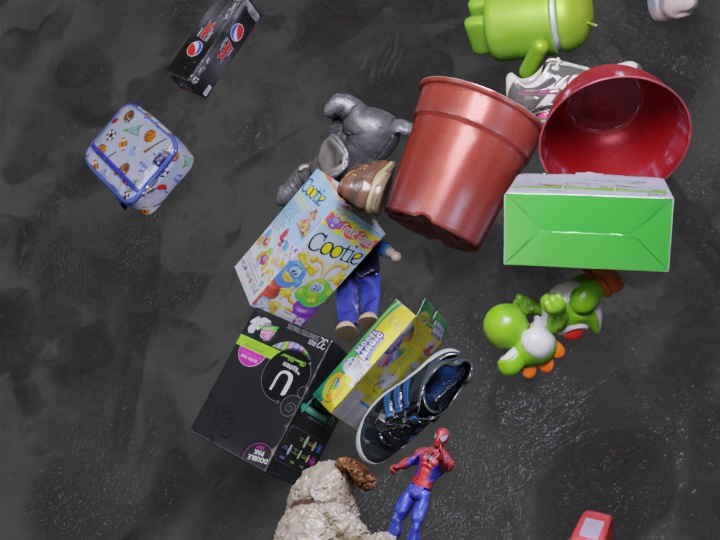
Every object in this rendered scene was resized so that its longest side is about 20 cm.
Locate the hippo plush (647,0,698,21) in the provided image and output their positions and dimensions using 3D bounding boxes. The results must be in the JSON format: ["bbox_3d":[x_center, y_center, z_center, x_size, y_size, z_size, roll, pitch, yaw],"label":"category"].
[{"bbox_3d":[0.504,-0.456,1.337,0.160,0.160,0.200,-10,18,1],"label":"hippo plush"}]

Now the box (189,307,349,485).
[{"bbox_3d":[-0.116,0.182,1.298,0.148,0.124,0.200,20,77,31],"label":"box"}]

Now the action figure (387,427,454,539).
[{"bbox_3d":[0.065,0.290,1.182,0.065,0.099,0.200,16,71,29],"label":"action figure"}]

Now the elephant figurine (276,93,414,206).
[{"bbox_3d":[-0.028,-0.165,1.441,0.141,0.155,0.200,27,89,-11],"label":"elephant figurine"}]

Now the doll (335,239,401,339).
[{"bbox_3d":[0.000,0.000,1.378,0.136,0.048,0.200,-22,52,25],"label":"doll"}]

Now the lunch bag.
[{"bbox_3d":[-0.403,-0.198,1.645,0.160,0.076,0.200,-48,55,0],"label":"lunch bag"}]

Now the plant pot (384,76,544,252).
[{"bbox_3d":[0.138,-0.143,1.308,0.200,0.201,0.196,21,83,31],"label":"plant pot"}]

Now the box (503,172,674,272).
[{"bbox_3d":[0.291,-0.068,1.171,0.199,0.176,0.097,3,103,13],"label":"box"}]

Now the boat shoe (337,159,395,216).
[{"bbox_3d":[0.009,-0.126,1.306,0.067,0.200,0.072,16,103,3],"label":"boat shoe"}]

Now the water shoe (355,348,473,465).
[{"bbox_3d":[0.070,0.183,1.227,0.071,0.079,0.200,43,87,-7],"label":"water shoe"}]

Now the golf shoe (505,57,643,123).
[{"bbox_3d":[0.311,-0.274,1.332,0.199,0.088,0.077,-19,17,14],"label":"golf shoe"}]

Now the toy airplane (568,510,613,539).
[{"bbox_3d":[0.237,0.394,1.023,0.200,0.141,0.199,-32,58,7],"label":"toy airplane"}]

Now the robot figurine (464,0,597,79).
[{"bbox_3d":[0.265,-0.386,1.402,0.199,0.116,0.176,-3,53,23],"label":"robot figurine"}]

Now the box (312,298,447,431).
[{"bbox_3d":[0.034,0.125,1.261,0.200,0.117,0.048,-47,57,-3],"label":"box"}]

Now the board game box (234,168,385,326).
[{"bbox_3d":[-0.077,-0.029,1.355,0.200,0.103,0.105,-48,39,15],"label":"board game box"}]

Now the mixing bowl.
[{"bbox_3d":[0.342,-0.207,1.253,0.200,0.200,0.109,-15,40,18],"label":"mixing bowl"}]

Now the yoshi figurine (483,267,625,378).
[{"bbox_3d":[0.243,0.050,1.213,0.200,0.112,0.112,-44,49,2],"label":"yoshi figurine"}]

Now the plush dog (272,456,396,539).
[{"bbox_3d":[-0.057,0.326,1.174,0.200,0.160,0.172,-37,30,34],"label":"plush dog"}]

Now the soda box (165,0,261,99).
[{"bbox_3d":[-0.273,-0.423,1.699,0.071,0.063,0.200,26,78,33],"label":"soda box"}]
